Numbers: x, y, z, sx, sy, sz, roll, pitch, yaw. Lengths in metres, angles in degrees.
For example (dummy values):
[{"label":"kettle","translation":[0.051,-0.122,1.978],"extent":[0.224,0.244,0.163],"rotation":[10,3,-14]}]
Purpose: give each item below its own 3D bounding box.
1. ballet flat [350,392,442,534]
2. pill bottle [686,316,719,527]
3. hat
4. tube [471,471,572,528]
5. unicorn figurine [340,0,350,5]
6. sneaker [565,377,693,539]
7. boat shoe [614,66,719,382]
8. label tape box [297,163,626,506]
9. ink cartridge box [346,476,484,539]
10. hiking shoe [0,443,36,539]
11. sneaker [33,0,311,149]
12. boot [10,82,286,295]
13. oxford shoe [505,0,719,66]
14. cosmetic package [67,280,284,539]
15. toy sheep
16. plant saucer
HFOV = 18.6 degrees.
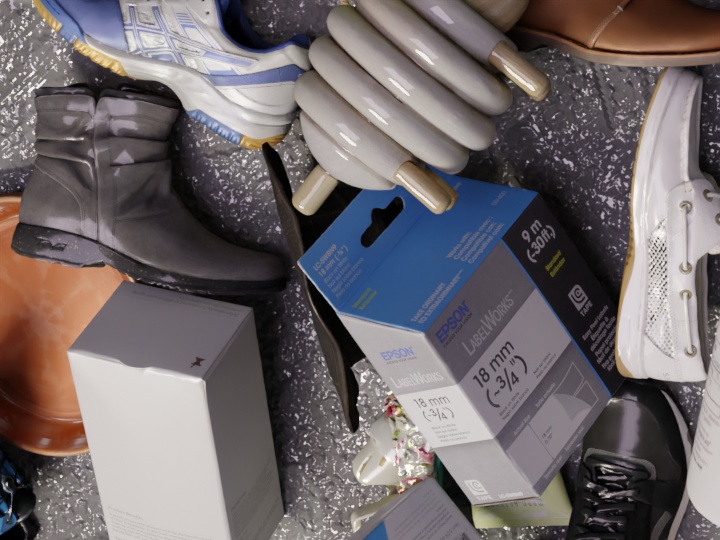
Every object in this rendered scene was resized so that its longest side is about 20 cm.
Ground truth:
[{"label":"ballet flat","translation":[0.026,0.156,1.502],"extent":[0.064,0.076,0.200],"rotation":[-3,109,-8]},{"label":"pill bottle","translation":[0.271,0.058,1.333],"extent":[0.114,0.114,0.200],"rotation":[16,114,20]},{"label":"hat","translation":[0.000,0.000,1.430],"extent":[0.081,0.201,0.201],"rotation":[-19,100,-1]},{"label":"tube","translation":[0.090,0.081,1.466],"extent":[0.058,0.052,0.200],"rotation":[-154,47,-66]},{"label":"unicorn figurine","translation":[-0.083,-0.239,1.430],"extent":[0.200,0.074,0.138],"rotation":[0,117,40]},{"label":"sneaker","translation":[0.170,0.170,1.434],"extent":[0.076,0.088,0.200],"rotation":[9,111,23]},{"label":"boat shoe","translation":[0.204,-0.028,1.358],"extent":[0.069,0.071,0.200],"rotation":[9,106,19]},{"label":"label tape box","translation":[0.073,0.025,1.367],"extent":[0.063,0.144,0.200],"rotation":[-14,118,50]},{"label":"ink cartridge box","translation":[0.059,0.250,1.418],"extent":[0.200,0.116,0.067],"rotation":[52,142,0]},{"label":"hiking shoe","translation":[-0.278,0.147,1.626],"extent":[0.087,0.074,0.200],"rotation":[19,150,6]},{"label":"sneaker","translation":[-0.122,-0.165,1.474],"extent":[0.200,0.075,0.088],"rotation":[29,110,4]},{"label":"boot","translation":[-0.139,-0.058,1.512],"extent":[0.200,0.070,0.132],"rotation":[12,92,0]},{"label":"oxford shoe","translation":[0.156,-0.164,1.338],"extent":[0.200,0.071,0.071],"rotation":[12,108,23]},{"label":"cosmetic package","translation":[-0.125,0.116,1.523],"extent":[0.107,0.085,0.200],"rotation":[13,131,21]},{"label":"toy sheep","translation":[0.029,-0.110,1.322],"extent":[0.138,0.138,0.200],"rotation":[41,94,7]},{"label":"plant saucer","translation":[-0.232,0.038,1.612],"extent":[0.200,0.032,0.201],"rotation":[8,110,23]}]
